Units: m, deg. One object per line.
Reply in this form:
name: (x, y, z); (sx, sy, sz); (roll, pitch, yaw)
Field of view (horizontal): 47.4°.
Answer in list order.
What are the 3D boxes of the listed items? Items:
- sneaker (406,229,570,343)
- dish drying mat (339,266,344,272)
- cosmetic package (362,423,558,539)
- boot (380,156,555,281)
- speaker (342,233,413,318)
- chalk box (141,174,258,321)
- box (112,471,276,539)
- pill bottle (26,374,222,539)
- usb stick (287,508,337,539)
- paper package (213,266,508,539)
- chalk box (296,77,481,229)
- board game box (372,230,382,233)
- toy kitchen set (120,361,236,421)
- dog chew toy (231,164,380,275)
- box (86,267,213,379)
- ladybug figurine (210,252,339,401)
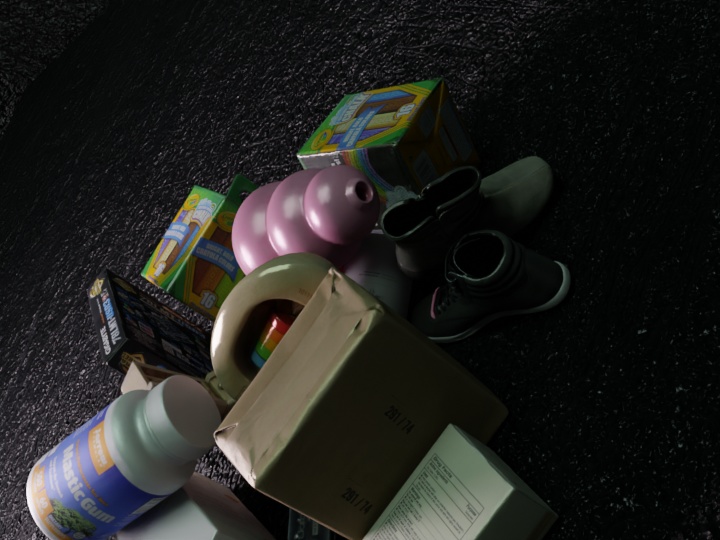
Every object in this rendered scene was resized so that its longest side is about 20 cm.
sneaker: (0.100, 0.013, 0.822); (0.199, 0.099, 0.072); (-22, 47, 42)
dish drying mat: (-0.056, 0.063, 0.918); (0.076, 0.018, 0.202); (16, 64, 10)
cosmetic package: (0.062, 0.245, 0.693); (0.201, 0.071, 0.105); (-52, 34, 3)
boot: (0.114, -0.066, 0.809); (0.199, 0.131, 0.068); (-33, 70, -5)
speaker: (0.009, 0.065, 0.879); (0.081, 0.081, 0.203); (-10, 63, 45)
chalk box: (-0.202, -0.039, 1.197); (0.124, 0.124, 0.201); (23, 80, 55)
box: (-0.172, 0.297, 0.884); (0.199, 0.124, 0.098); (20, 75, 55)
pill bottle: (-0.240, 0.194, 0.845); (0.199, 0.112, 0.113); (-37, 38, 21)
usb stick: (-0.049, 0.253, 0.849); (0.055, 0.033, 0.202); (-14, 48, 16)
paper package: (0.003, 0.136, 0.744); (0.191, 0.199, 0.103); (-53, 35, 0)
chalk box: (0.019, -0.133, 0.983); (0.198, 0.125, 0.124); (3, 46, 42)
board game box: (0.000, 0.000, 1.020); (0.201, 0.026, 0.200); (-56, 34, -2)
toy kitchen set: (-0.133, 0.103, 0.933); (0.163, 0.179, 0.202); (33, 99, 54)
dog chew toy: (-0.052, -0.049, 0.857); (0.199, 0.124, 0.126); (-26, 42, 52)
box: (-0.263, 0.103, 1.094); (0.050, 0.200, 0.199); (-48, 35, 3)
ladybug figurine: (-0.076, 0.059, 0.821); (0.201, 0.135, 0.072); (-56, 12, 31)
